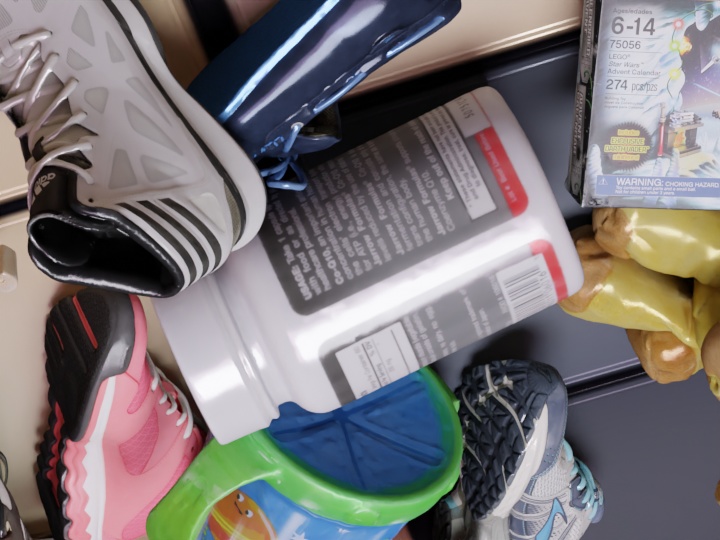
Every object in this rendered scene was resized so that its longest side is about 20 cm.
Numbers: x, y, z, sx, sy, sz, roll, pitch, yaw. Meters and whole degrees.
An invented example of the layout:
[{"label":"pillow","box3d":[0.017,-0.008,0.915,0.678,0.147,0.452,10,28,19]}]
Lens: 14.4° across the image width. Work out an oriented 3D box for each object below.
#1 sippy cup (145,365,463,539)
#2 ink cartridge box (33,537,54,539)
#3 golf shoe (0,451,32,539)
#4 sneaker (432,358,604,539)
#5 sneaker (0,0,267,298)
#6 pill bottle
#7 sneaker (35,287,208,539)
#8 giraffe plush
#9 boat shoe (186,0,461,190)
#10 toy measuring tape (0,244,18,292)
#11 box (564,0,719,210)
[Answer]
[{"label":"sippy cup","box3d":[-0.031,0.113,1.528,0.177,0.140,0.131,14,132,-20]},{"label":"ink cartridge box","box3d":[-0.236,0.237,1.599,0.199,0.147,0.083,-7,148,-5]},{"label":"golf shoe","box3d":[-0.204,0.161,1.510,0.077,0.094,0.201,-24,91,3]},{"label":"sneaker","box3d":[0.096,0.115,1.609,0.086,0.078,0.201,-9,143,-18]},{"label":"sneaker","box3d":[-0.134,-0.071,1.303,0.201,0.115,0.076,46,121,-3]},{"label":"pill bottle","box3d":[0.000,0.000,1.418,0.199,0.114,0.114,-25,133,-1]},{"label":"sneaker","box3d":[-0.123,0.075,1.537,0.086,0.074,0.201,-9,140,-20]},{"label":"giraffe plush","box3d":[0.212,0.036,1.476,0.199,0.163,0.173,18,128,-24]},{"label":"boat shoe","box3d":[-0.033,-0.080,1.379,0.069,0.084,0.200,38,121,-23]},{"label":"toy measuring tape","box3d":[-0.274,0.016,1.444,0.199,0.074,0.074,0,134,-9]},{"label":"box","box3d":[0.205,-0.098,1.396,0.199,0.040,0.138,1,106,-10]}]
